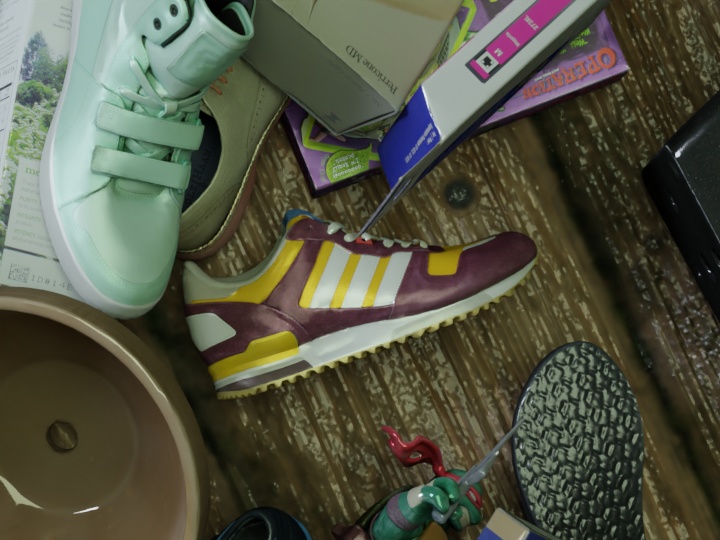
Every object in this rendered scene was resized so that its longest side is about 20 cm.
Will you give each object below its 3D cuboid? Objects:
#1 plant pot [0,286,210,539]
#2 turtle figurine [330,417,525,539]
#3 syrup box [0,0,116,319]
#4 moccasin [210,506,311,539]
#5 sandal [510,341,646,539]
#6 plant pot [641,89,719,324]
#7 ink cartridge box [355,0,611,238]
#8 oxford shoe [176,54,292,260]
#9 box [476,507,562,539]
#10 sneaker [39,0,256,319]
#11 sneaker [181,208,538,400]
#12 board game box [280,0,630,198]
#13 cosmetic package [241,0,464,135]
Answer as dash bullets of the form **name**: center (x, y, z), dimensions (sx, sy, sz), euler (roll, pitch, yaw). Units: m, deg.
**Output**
- **plant pot**: center (-0.168, 0.100, 1.083), dimensions (0.199, 0.093, 0.202), euler (2, 104, 9)
- **turtle figurine**: center (0.025, 0.171, 1.118), dimensions (0.200, 0.100, 0.150), euler (-47, 130, -18)
- **syrup box**: center (-0.165, -0.072, 1.120), dimensions (0.078, 0.081, 0.201), euler (15, 73, -28)
- **moccasin**: center (-0.102, 0.206, 1.097), dimensions (0.080, 0.068, 0.201), euler (24, 76, 21)
- **sandal**: center (0.125, 0.139, 1.166), dimensions (0.075, 0.048, 0.202), euler (-12, 95, -11)
- **plant pot**: center (0.266, -0.044, 1.146), dimensions (0.177, 0.200, 0.201), euler (-27, 86, -1)
- **ink cartridge box**: center (0.067, -0.103, 1.123), dimensions (0.037, 0.095, 0.200), euler (44, 68, 2)
- **oxford shoe**: center (-0.074, -0.105, 1.139), dimensions (0.070, 0.074, 0.201), euler (13, 88, 11)
- **box**: center (0.061, 0.231, 1.095), dimensions (0.121, 0.032, 0.201), euler (31, 90, -44)
- **sneaker**: center (-0.102, -0.080, 1.042), dimensions (0.073, 0.118, 0.202), euler (6, 81, -33)
- **sneaker**: center (0.000, 0.000, 1.151), dimensions (0.199, 0.075, 0.091), euler (-21, 90, -12)
- **board game box**: center (0.042, -0.132, 1.203), dimensions (0.199, 0.032, 0.121), euler (-21, 80, -10)
- **cosmetic package**: center (0.013, -0.186, 1.133), dimensions (0.103, 0.073, 0.201), euler (38, 65, -21)
